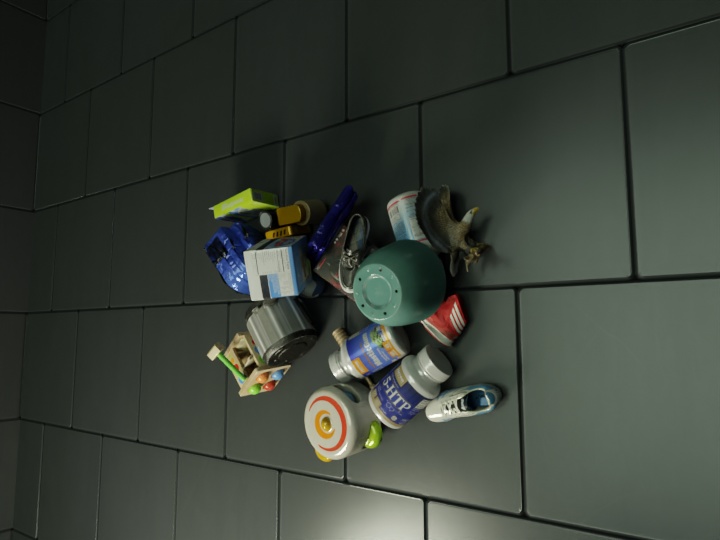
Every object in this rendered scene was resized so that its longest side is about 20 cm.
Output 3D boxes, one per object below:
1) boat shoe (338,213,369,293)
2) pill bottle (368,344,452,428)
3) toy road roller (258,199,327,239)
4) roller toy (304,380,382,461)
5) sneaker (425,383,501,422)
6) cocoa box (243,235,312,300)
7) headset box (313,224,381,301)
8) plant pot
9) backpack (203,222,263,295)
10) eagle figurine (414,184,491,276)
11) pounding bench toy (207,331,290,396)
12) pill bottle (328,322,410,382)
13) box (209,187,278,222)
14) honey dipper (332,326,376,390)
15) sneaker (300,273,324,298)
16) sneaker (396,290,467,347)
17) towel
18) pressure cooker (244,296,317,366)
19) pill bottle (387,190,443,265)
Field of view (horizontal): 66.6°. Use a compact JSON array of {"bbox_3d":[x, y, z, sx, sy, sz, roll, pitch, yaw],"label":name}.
[{"bbox_3d":[-0.017,-0.047,1.376,0.069,0.066,0.203,11,80,15],"label":"boat shoe"},{"bbox_3d":[0.124,0.278,1.332,0.200,0.119,0.120,-48,61,22],"label":"pill bottle"},{"bbox_3d":[-0.192,-0.120,1.612,0.198,0.122,0.148,-10,93,35],"label":"toy road roller"},{"bbox_3d":[-0.052,0.388,1.425,0.199,0.139,0.185,-28,73,36],"label":"roller toy"},{"bbox_3d":[0.231,0.310,1.280,0.199,0.072,0.073,-26,72,32],"label":"sneaker"},{"bbox_3d":[-0.214,-0.012,1.472,0.129,0.200,0.135,-6,101,7],"label":"cocoa box"},{"bbox_3d":[0.000,0.000,1.437,0.199,0.075,0.149,35,88,17],"label":"headset box"},{"bbox_3d":[0.075,0.035,1.258,0.198,0.160,0.204,5,99,31],"label":"plant pot"},{"bbox_3d":[-0.365,-0.034,1.697,0.168,0.162,0.201,-45,61,19],"label":"backpack"},{"bbox_3d":[0.216,-0.104,1.298,0.200,0.152,0.151,41,72,15],"label":"eagle figurine"},{"bbox_3d":[-0.332,0.279,1.604,0.125,0.198,0.157,-52,58,30],"label":"pounding bench toy"},{"bbox_3d":[0.019,0.207,1.404,0.199,0.112,0.113,-33,67,19],"label":"pill bottle"},{"bbox_3d":[-0.372,-0.200,1.745,0.198,0.121,0.048,-18,76,33],"label":"box"},{"bbox_3d":[-0.010,0.243,1.488,0.038,0.038,0.201,-46,65,23],"label":"honey dipper"},{"bbox_3d":[-0.198,0.038,1.613,0.198,0.088,0.077,5,86,35],"label":"sneaker"},{"bbox_3d":[0.183,0.082,1.351,0.200,0.078,0.116,43,101,18],"label":"sneaker"},{"bbox_3d":[-0.075,-0.119,1.480,0.049,0.148,0.201,31,72,2],"label":"towel"},{"bbox_3d":[-0.236,0.150,1.570,0.176,0.178,0.201,-46,63,28],"label":"pressure cooker"},{"bbox_3d":[0.141,-0.087,1.367,0.108,0.108,0.203,-24,71,31],"label":"pill bottle"}]
